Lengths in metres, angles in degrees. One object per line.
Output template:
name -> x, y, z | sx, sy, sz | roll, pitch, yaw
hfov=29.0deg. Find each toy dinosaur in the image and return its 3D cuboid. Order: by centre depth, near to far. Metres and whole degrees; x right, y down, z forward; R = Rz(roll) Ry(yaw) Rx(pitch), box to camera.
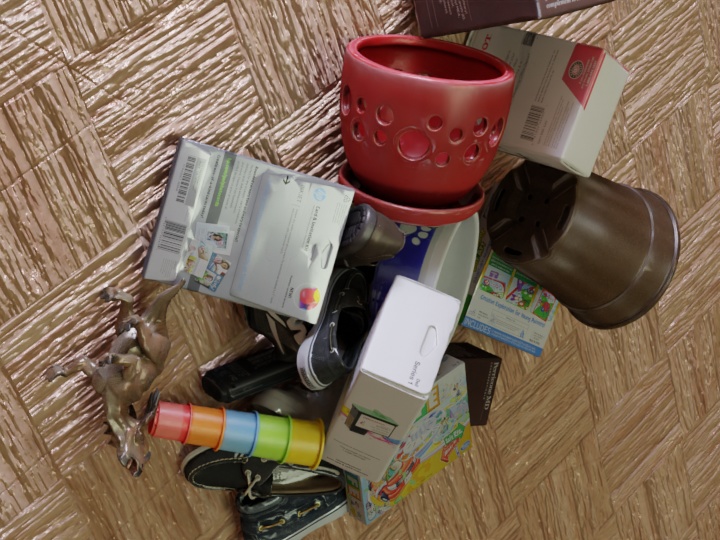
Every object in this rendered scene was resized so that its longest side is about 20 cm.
toy dinosaur -> -0.240, 0.103, 1.492 | 0.136, 0.085, 0.201 | 45, 68, -44

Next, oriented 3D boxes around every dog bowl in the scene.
dog bowl -> 0.079, 0.010, 1.716 | 0.200, 0.078, 0.202 | 16, 90, -74

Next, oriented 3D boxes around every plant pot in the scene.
plant pot -> 0.068, -0.163, 1.620 | 0.199, 0.200, 0.184 | -14, 124, -41
plant pot -> 0.283, -0.049, 1.828 | 0.197, 0.199, 0.202 | 26, 87, -40

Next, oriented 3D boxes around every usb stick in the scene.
usb stick -> -0.098, 0.112, 1.655 | 0.199, 0.055, 0.033 | -19, 129, -39

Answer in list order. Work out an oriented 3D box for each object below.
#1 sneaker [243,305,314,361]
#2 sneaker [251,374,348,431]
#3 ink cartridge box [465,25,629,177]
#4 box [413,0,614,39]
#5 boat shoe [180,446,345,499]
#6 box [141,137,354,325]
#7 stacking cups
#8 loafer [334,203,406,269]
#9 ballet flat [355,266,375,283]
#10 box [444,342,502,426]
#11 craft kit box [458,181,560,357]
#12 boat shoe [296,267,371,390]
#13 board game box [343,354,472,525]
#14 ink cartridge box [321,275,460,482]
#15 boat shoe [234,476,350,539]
sneaker -> -0.108, 0.023, 1.601 | 0.201, 0.090, 0.067 | 63, 30, -14
sneaker -> -0.052, 0.147, 1.710 | 0.200, 0.073, 0.117 | 35, 77, -54
ink cartridge box -> 0.212, -0.215, 1.734 | 0.085, 0.199, 0.147 | 22, 90, -52
box -> 0.174, -0.372, 1.613 | 0.165, 0.199, 0.166 | -20, 104, -38
boat shoe -> -0.112, 0.239, 1.644 | 0.198, 0.061, 0.074 | 3, 135, -26
box -> -0.122, -0.042, 1.514 | 0.198, 0.041, 0.158 | 15, 96, -15
stacking cups -> -0.142, 0.188, 1.584 | 0.198, 0.060, 0.061 | 8, 101, -18
loafer -> -0.003, -0.028, 1.600 | 0.070, 0.200, 0.074 | 26, 84, -14
ballet flat -> 0.000, 0.000, 1.715 | 0.200, 0.046, 0.068 | -47, 134, -22
box -> 0.093, 0.154, 1.850 | 0.199, 0.075, 0.101 | 1, 105, -47
craft kit box -> 0.218, 0.002, 1.939 | 0.199, 0.048, 0.199 | 24, 91, -47
boat shoe -> -0.016, 0.061, 1.581 | 0.069, 0.056, 0.201 | 56, 31, -24
board game box -> 0.059, 0.212, 1.760 | 0.199, 0.034, 0.136 | -31, 127, -34
ink cartridge box -> 0.031, 0.125, 1.589 | 0.201, 0.083, 0.146 | 115, -2, -51
boat shoe -> -0.067, 0.270, 1.734 | 0.199, 0.071, 0.092 | -34, 131, -29
